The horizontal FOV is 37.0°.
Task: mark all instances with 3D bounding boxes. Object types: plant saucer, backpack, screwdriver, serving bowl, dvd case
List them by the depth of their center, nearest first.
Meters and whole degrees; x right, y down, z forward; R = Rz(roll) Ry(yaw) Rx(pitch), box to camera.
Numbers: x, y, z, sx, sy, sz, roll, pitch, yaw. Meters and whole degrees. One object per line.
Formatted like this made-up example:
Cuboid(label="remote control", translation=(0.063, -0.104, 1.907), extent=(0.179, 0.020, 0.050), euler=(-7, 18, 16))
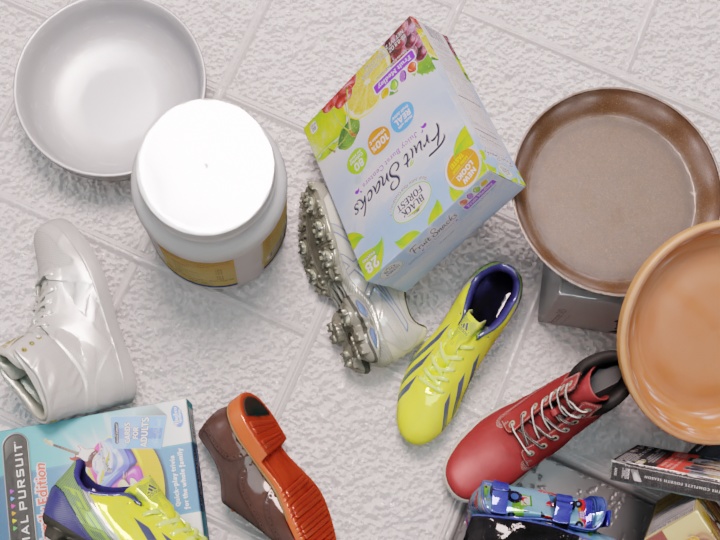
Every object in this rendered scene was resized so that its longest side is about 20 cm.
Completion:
Cuboid(label="backpack", translation=(0.186, 0.274, 0.949), extent=(0.197, 0.183, 0.136), euler=(7, 68, 7))
Cuboid(label="plant saucer", translation=(0.318, 0.053, 0.959), extent=(0.197, 0.037, 0.204), euler=(-2, 100, -10))
Cuboid(label="dvd case", translation=(0.333, 0.189, 0.960), extent=(0.197, 0.146, 0.022), euler=(7, 89, 23))
Cuboid(label="plant saucer", translation=(0.236, -0.071, 1.000), extent=(0.197, 0.032, 0.203), euler=(0, 74, -2))
Cuboid(label="screwdriver", translation=(0.380, 0.131, 1.009), extent=(0.028, 0.200, 0.029), euler=(44, 35, 5))
Cuboid(label="serving bowl", translation=(-0.255, -0.183, 1.122), extent=(0.197, 0.066, 0.203), euler=(0, 76, -2))

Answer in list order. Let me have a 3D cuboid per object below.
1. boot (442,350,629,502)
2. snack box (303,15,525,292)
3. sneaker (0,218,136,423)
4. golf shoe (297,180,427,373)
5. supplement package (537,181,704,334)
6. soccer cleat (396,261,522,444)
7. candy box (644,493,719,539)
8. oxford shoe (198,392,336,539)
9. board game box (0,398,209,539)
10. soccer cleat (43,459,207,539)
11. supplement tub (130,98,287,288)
Cuboid(label="boot", translation=(0.165, 0.143, 1.005), extent=(0.199, 0.144, 0.073), euler=(-33, 78, -9))
Cuboid(label="snack box", translation=(0.046, -0.111, 1.038), extent=(0.168, 0.067, 0.202), euler=(-43, 55, 29))
Cuboid(label="sneaker", translation=(-0.301, 0.046, 1.034), extent=(0.115, 0.074, 0.202), euler=(-13, 73, -42))
Cuboid(label="golf shoe", translation=(0.000, 0.000, 1.088), extent=(0.096, 0.078, 0.203), euler=(-15, 78, -26))
Cuboid(label="supplement package", translation=(0.286, -0.002, 1.059), extent=(0.197, 0.117, 0.119), euler=(9, 75, 2))
Cuboid(label="soccer cleat", translation=(0.094, 0.076, 1.051), extent=(0.064, 0.084, 0.201), euler=(31, 77, 7))
Cuboid(label="candy box", translation=(0.309, 0.257, 0.948), extent=(0.055, 0.200, 0.116), euler=(-34, 78, 13))
Cuboid(label="oxford shoe", translation=(-0.086, 0.220, 1.030), extent=(0.072, 0.071, 0.202), euler=(-32, 80, 20))
Cuboid(label="board game box", translation=(-0.251, 0.216, 1.027), extent=(0.197, 0.047, 0.153), euler=(-10, 75, -4))
Cuboid(label="soccer cleat", translation=(-0.185, 0.232, 0.959), extent=(0.198, 0.065, 0.085), euler=(22, 75, 4))
Cuboid(label="supplement tub", translation=(-0.140, -0.070, 1.021), extent=(0.142, 0.200, 0.147), euler=(1, 78, -4))
